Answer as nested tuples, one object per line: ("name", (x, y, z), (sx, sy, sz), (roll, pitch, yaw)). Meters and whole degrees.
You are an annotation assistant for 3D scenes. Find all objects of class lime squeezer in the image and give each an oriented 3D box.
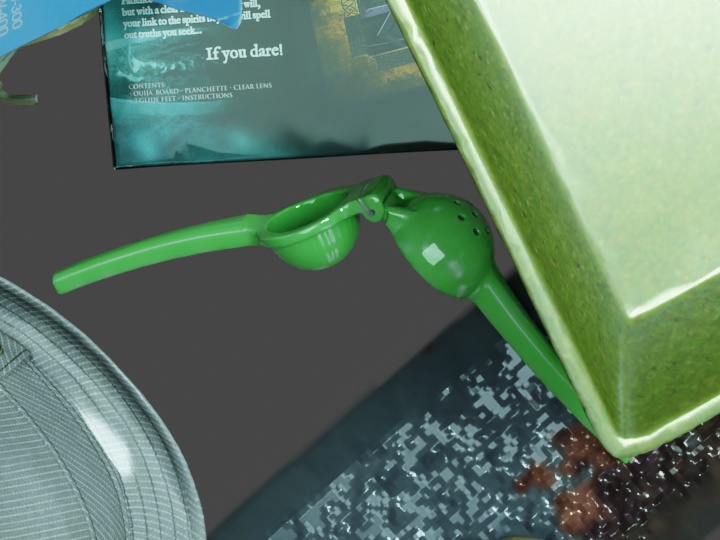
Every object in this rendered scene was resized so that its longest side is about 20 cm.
("lime squeezer", (0.000, 0.000, 0.853), (0.199, 0.038, 0.071), (15, 133, 6))

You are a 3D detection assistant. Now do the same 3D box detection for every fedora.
("fedora", (-0.155, 0.090, 0.861), (0.200, 0.090, 0.177), (43, 104, 0))

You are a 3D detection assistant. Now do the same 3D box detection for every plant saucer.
("plant saucer", (0.114, -0.079, 0.777), (0.199, 0.048, 0.201), (-28, 102, -5))

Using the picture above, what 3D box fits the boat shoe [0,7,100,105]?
("boat shoe", (-0.162, -0.064, 0.850), (0.199, 0.073, 0.063), (-13, 108, 25))

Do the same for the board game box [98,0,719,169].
("board game box", (0.014, -0.105, 0.829), (0.199, 0.028, 0.136), (-2, 99, 11))

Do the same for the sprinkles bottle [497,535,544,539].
("sprinkles bottle", (0.020, 0.183, 0.858), (0.068, 0.068, 0.200), (33, 104, 3))

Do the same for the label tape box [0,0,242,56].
("label tape box", (-0.135, -0.133, 0.728), (0.199, 0.066, 0.144), (14, 130, 16))
